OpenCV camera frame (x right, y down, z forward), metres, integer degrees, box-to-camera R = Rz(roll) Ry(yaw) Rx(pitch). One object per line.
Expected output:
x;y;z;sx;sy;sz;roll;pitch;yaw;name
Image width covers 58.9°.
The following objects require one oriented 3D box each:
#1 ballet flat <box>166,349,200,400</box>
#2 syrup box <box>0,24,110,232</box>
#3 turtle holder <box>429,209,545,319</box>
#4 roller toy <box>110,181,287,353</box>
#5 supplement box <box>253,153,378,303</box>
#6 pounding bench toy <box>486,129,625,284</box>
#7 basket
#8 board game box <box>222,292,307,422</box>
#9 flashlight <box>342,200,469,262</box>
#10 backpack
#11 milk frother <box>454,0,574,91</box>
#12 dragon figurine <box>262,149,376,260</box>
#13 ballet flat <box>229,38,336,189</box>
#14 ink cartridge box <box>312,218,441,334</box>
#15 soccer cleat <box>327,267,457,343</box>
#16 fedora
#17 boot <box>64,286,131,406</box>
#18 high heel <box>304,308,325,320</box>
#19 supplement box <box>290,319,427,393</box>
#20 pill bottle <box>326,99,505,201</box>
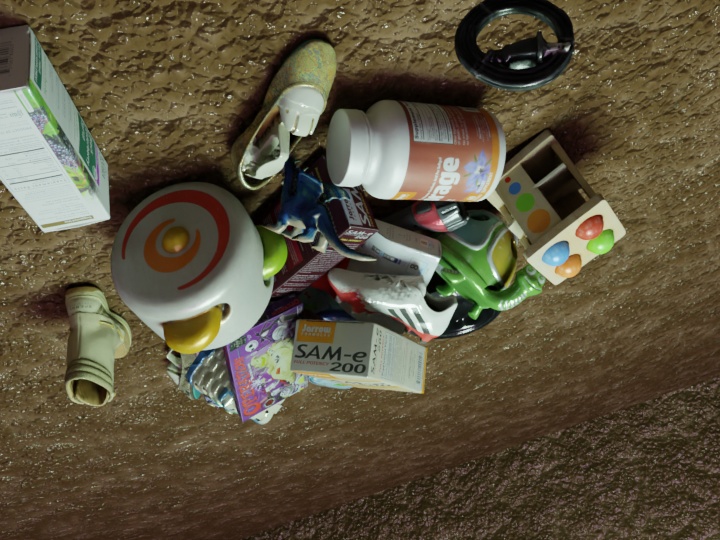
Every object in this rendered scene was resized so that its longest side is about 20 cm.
-0.326;0.172;1.194;0.074;0.069;0.202;16;139;-7;ballet flat
-0.323;-0.131;0.637;0.079;0.080;0.201;-12;151;-5;syrup box
0.179;-0.018;0.970;0.132;0.185;0.141;-46;109;-6;turtle holder
-0.209;-0.006;0.793;0.180;0.202;0.140;24;159;21;roller toy
-0.075;-0.049;0.855;0.060;0.111;0.199;2;150;-47;supplement box
0.293;-0.068;0.922;0.124;0.158;0.199;-39;145;18;pounding bench toy
-0.216;0.148;1.059;0.139;0.200;0.176;-45;143;0;basket
-0.134;0.129;0.919;0.118;0.032;0.203;-22;141;-21;board game box
0.061;-0.062;0.951;0.197;0.069;0.068;-25;-166;24;flashlight
-0.043;0.110;1.113;0.197;0.149;0.183;19;133;-37;backpack
0.114;-0.272;0.466;0.178;0.204;0.187;-24;150;27;milk frother
-0.053;-0.079;0.745;0.058;0.198;0.101;21;91;-46;dragon figurine
-0.083;-0.161;0.707;0.070;0.072;0.200;11;142;-37;ballet flat
0.000;0.000;0.936;0.196;0.048;0.162;17;129;-8;ink cartridge box
0.047;0.032;0.890;0.197;0.069;0.086;27;117;-21;soccer cleat
0.162;0.047;1.151;0.196;0.093;0.202;-11;151;-6;fedora
-0.403;0.137;0.986;0.071;0.158;0.201;-8;151;-9;boot
-0.135;0.044;0.979;0.199;0.068;0.095;42;128;-21;high heel
0.004;0.127;0.915;0.123;0.075;0.199;0;164;28;supplement box
0.064;-0.141;0.760;0.195;0.114;0.113;-1;149;-22;pill bottle
